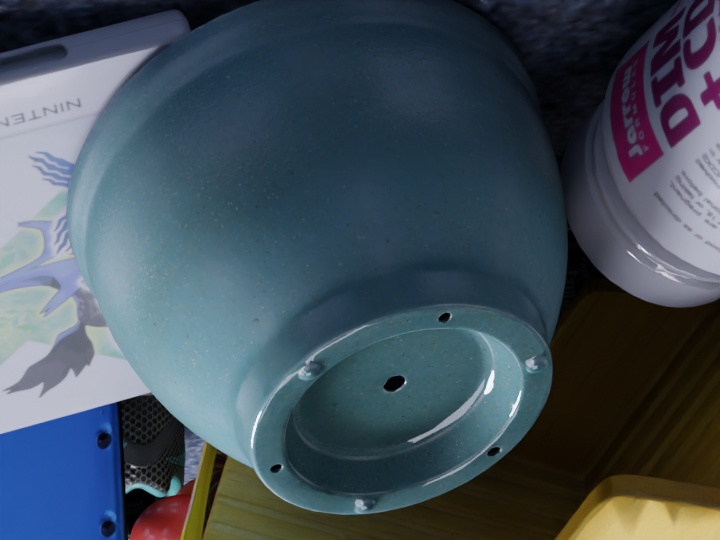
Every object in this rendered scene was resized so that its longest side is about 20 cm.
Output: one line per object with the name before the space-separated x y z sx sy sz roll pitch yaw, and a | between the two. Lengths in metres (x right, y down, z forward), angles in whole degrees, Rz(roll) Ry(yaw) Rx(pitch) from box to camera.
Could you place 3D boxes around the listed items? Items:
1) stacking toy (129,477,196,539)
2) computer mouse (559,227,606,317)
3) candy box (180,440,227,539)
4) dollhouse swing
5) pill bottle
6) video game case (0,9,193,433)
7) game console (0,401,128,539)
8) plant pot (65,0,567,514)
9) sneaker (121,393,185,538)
stacking toy | -0.062 0.128 1.126 0.085 0.085 0.200 -17 -177 27
computer mouse | 0.117 0.042 1.004 0.200 0.140 0.046 -10 -177 5
candy box | -0.028 0.109 0.945 0.102 0.026 0.200 18 -162 -5
dollhouse swing | 0.054 0.071 0.852 0.176 0.200 0.182 30 113 -7
pill bottle | 0.162 -0.064 0.758 0.113 0.113 0.200 4 156 -22
video game case | -0.145 -0.005 0.822 0.182 0.022 0.200 -15 139 -8
game console | -0.168 0.136 1.069 0.118 0.200 0.171 -6 159 2
plant pot | -0.003 0.008 0.781 0.200 0.134 0.200 -12 138 -11
sneaker | -0.137 0.117 1.176 0.078 0.091 0.200 -2 158 -6
